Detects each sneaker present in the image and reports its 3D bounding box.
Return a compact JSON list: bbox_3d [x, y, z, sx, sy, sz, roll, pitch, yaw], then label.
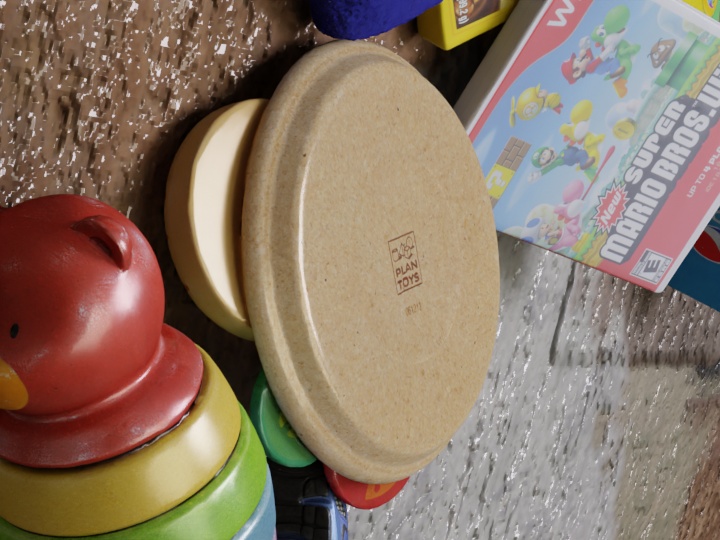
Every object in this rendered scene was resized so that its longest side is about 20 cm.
[{"bbox_3d":[-0.037,0.162,0.892,0.078,0.075,0.200,-47,150,-54],"label":"sneaker"}]

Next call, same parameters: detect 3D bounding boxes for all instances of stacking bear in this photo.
[{"bbox_3d":[-0.093,0.065,0.698,0.114,0.121,0.200,-42,132,-38],"label":"stacking bear"}]

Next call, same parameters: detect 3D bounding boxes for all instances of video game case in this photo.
[{"bbox_3d":[0.129,-0.072,0.970,0.200,0.017,0.143,19,109,-43],"label":"video game case"}]

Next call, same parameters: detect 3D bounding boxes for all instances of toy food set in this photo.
[{"bbox_3d":[0.000,0.000,0.835,0.200,0.049,0.198,-47,124,-50],"label":"toy food set"}]

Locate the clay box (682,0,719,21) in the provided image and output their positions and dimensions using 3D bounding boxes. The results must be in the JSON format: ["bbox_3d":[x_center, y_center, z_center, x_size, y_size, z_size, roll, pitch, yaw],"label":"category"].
[{"bbox_3d":[0.148,-0.115,1.057,0.200,0.048,0.115,-38,138,-43],"label":"clay box"}]

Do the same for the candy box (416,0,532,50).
[{"bbox_3d":[0.063,-0.205,0.857,0.102,0.026,0.200,-30,133,-25],"label":"candy box"}]

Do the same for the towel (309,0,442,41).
[{"bbox_3d":[0.032,-0.188,0.756,0.148,0.050,0.200,-30,153,-14],"label":"towel"}]

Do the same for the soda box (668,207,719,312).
[{"bbox_3d":[0.234,-0.058,1.157,0.064,0.068,0.200,-53,164,-31],"label":"soda box"}]
